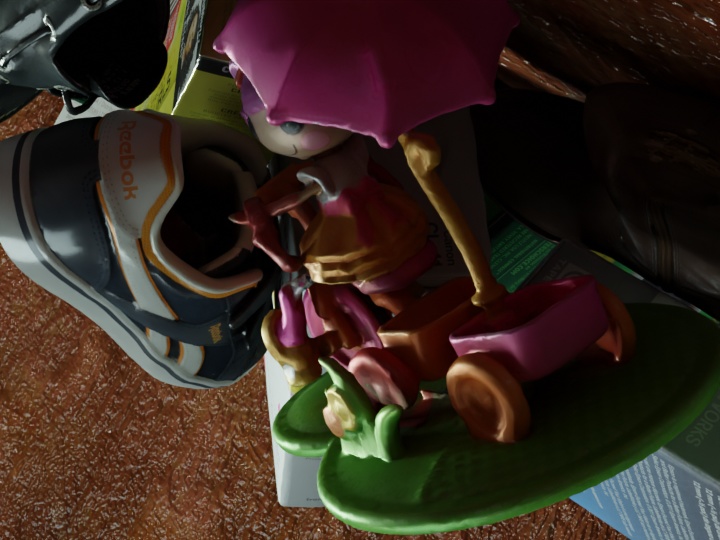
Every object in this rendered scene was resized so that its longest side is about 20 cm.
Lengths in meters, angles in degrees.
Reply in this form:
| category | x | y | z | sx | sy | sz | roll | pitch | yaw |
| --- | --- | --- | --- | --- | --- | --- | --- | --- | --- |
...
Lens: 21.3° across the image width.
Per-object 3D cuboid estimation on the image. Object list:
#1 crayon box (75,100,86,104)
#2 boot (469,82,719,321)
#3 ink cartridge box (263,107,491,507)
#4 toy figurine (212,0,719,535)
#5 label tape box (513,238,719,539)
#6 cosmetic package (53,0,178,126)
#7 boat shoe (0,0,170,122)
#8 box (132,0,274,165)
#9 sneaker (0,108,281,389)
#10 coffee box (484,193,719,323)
| category | x | y | z | sx | sy | sz | roll | pitch | yaw |
| --- | --- | --- | --- | --- | --- | --- | --- | --- | --- |
| crayon box | -0.206 | -0.188 | 1.023 | 0.200 | 0.119 | 0.058 | 29 | -178 | 1 |
| boot | 0.100 | -0.043 | 0.750 | 0.186 | 0.064 | 0.200 | 29 | 179 | 18 |
| ink cartridge box | 0.000 | 0.000 | 0.877 | 0.085 | 0.148 | 0.200 | -3 | 147 | -6 |
| toy figurine | 0.008 | -0.029 | 0.660 | 0.200 | 0.150 | 0.184 | 2 | 119 | 55 |
| label tape box | 0.157 | 0.086 | 0.802 | 0.200 | 0.066 | 0.143 | 30 | 162 | 32 |
| cosmetic package | -0.067 | -0.091 | 1.284 | 0.200 | 0.165 | 0.165 | 28 | -178 | -36 |
| boat shoe | -0.092 | -0.089 | 0.663 | 0.066 | 0.074 | 0.199 | 50 | 137 | 0 |
| box | -0.060 | -0.073 | 0.792 | 0.050 | 0.075 | 0.200 | 11 | 159 | -13 |
| sneaker | -0.063 | -0.004 | 0.762 | 0.079 | 0.079 | 0.200 | -12 | 160 | 18 |
| coffee box | 0.136 | 0.006 | 1.014 | 0.200 | 0.123 | 0.044 | 27 | -145 | -34 |
